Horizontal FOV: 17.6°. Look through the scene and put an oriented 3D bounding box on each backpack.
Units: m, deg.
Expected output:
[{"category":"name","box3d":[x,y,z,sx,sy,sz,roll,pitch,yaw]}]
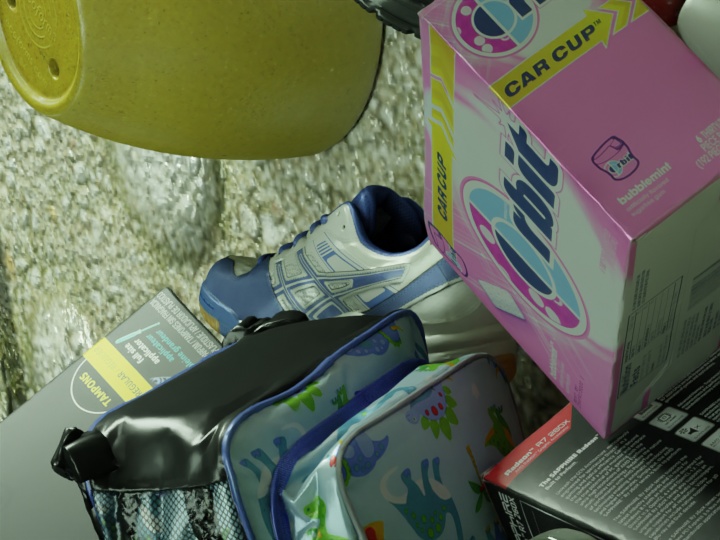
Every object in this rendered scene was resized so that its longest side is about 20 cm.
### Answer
[{"category":"backpack","box3d":[-0.009,0.132,0.985,0.147,0.183,0.200,-4,106,32]}]

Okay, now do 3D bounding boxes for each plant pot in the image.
[{"category":"plant pot","box3d":[-0.104,-0.140,1.177,0.200,0.142,0.200,29,127,47]}]

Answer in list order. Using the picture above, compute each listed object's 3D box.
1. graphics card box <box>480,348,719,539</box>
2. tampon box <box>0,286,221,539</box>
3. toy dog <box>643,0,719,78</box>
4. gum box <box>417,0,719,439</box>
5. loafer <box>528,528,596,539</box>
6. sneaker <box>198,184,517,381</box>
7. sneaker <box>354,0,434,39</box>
[{"category":"graphics card box","box3d":[0.158,0.090,0.903,0.200,0.125,0.051,19,139,51]},{"category":"tampon box","box3d":[-0.120,0.142,1.239,0.150,0.200,0.126,42,168,38]},{"category":"toy dog","box3d":[0.156,-0.080,0.871,0.132,0.096,0.200,-39,55,11]},{"category":"gum box","box3d":[0.083,-0.026,0.877,0.114,0.066,0.200,49,166,21]},{"category":"loafer","box3d":[0.071,0.197,0.840,0.075,0.070,0.200,-23,78,56]},{"category":"sneaker","box3d":[0.000,0.000,1.115,0.200,0.075,0.088,9,104,44]},{"category":"sneaker","box3d":[0.060,-0.129,1.017,0.200,0.076,0.091,46,132,22]}]
